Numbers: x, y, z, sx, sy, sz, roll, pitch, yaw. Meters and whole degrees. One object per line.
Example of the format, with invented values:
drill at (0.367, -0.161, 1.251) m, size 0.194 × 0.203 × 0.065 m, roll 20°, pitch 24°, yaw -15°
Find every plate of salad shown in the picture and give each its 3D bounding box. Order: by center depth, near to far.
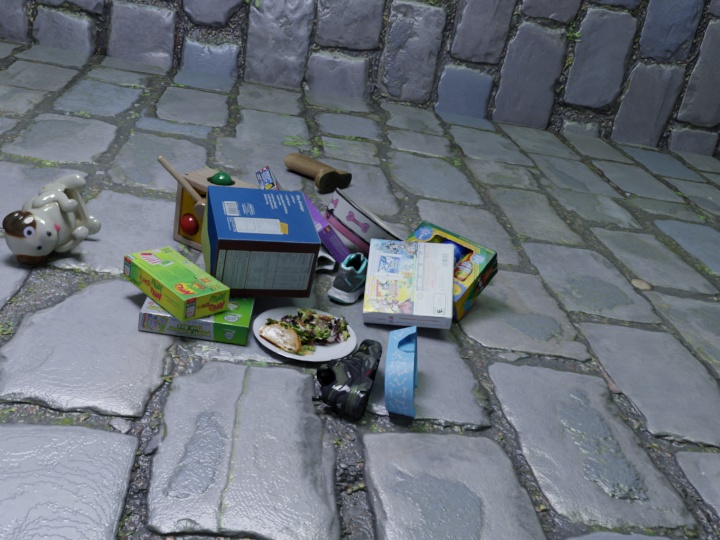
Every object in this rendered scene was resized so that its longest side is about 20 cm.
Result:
plate of salad at (-0.103, 0.109, 1.494) m, size 0.199 × 0.048 × 0.200 m, roll 9°, pitch 24°, yaw -4°

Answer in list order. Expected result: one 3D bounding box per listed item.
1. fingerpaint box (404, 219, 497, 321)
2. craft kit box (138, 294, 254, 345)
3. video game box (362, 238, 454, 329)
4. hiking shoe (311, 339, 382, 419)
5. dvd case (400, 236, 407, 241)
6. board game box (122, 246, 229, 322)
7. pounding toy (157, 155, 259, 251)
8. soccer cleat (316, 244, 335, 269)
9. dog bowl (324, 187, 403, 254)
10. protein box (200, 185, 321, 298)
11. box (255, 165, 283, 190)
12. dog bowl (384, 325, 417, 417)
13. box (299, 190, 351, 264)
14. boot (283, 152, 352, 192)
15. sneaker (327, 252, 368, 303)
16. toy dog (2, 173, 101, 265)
fingerpaint box at (0.177, -0.004, 1.749) m, size 0.199 × 0.074 × 0.167 m, roll 27°, pitch 59°, yaw 30°
craft kit box at (-0.304, 0.064, 1.511) m, size 0.199 × 0.049 × 0.198 m, roll 8°, pitch 27°, yaw -6°
video game box at (0.102, 0.026, 1.647) m, size 0.181 × 0.047 × 0.201 m, roll 6°, pitch 51°, yaw 2°
hiking shoe at (-0.022, 0.170, 1.363) m, size 0.100 × 0.076 × 0.200 m, roll 17°, pitch 25°, yaw 3°
dvd case at (0.119, -0.046, 1.964) m, size 0.199 × 0.022 × 0.146 m, roll 11°, pitch 24°, yaw -4°
board game box at (-0.346, 0.022, 1.475) m, size 0.200 × 0.048 × 0.101 m, roll 30°, pitch 31°, yaw 35°
pounding toy at (-0.344, -0.147, 1.758) m, size 0.183 × 0.201 × 0.142 m, roll 22°, pitch 27°, yaw 23°
soccer cleat at (-0.143, -0.015, 1.729) m, size 0.199 × 0.069 × 0.085 m, roll -14°, pitch 43°, yaw -44°
dog bowl at (0.001, -0.103, 1.837) m, size 0.200 × 0.074 × 0.200 m, roll 38°, pitch 7°, yaw -6°
protein box at (-0.204, -0.058, 1.573) m, size 0.199 × 0.135 × 0.199 m, roll 2°, pitch 35°, yaw -20°
box at (-0.171, -0.133, 1.831) m, size 0.040 × 0.200 × 0.137 m, roll -30°, pitch 31°, yaw 2°
dog bowl at (0.072, 0.173, 1.368) m, size 0.049 × 0.112 × 0.200 m, roll 0°, pitch 24°, yaw 6°
box at (-0.086, -0.092, 1.846) m, size 0.039 × 0.137 × 0.200 m, roll -37°, pitch 36°, yaw -1°
boot at (-0.148, -0.293, 2.339) m, size 0.199 × 0.066 × 0.175 m, roll 25°, pitch 15°, yaw 25°
sneaker at (0.000, 0.000, 1.725) m, size 0.077 × 0.092 × 0.200 m, roll 20°, pitch 25°, yaw 16°
toy dog at (-0.647, -0.099, 1.603) m, size 0.193 × 0.140 × 0.200 m, roll -2°, pitch 24°, yaw 1°
